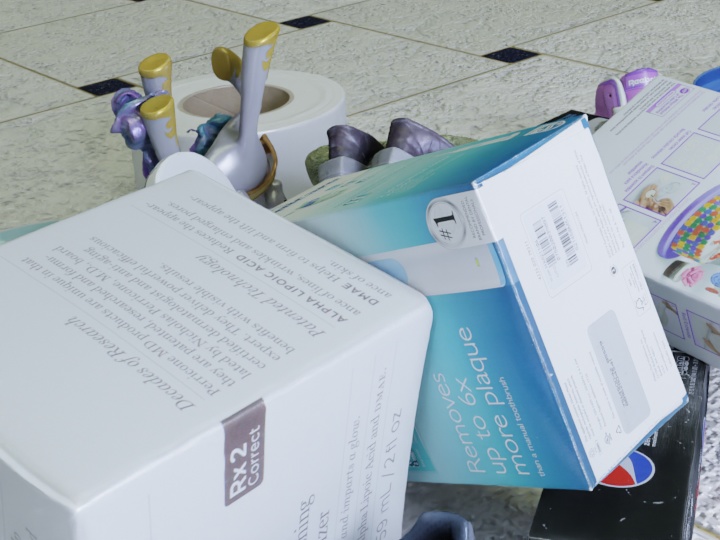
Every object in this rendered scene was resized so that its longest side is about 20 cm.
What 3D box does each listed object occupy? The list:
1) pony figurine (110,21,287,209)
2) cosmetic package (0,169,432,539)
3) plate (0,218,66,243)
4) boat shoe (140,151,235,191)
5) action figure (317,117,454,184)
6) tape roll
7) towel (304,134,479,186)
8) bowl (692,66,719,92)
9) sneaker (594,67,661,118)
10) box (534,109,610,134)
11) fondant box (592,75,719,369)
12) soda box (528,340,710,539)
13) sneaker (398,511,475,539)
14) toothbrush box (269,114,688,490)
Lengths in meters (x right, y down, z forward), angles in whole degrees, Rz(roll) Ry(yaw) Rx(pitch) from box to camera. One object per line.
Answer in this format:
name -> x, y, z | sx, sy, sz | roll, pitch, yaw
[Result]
pony figurine -> -0.112, -0.054, 0.914 | 0.166, 0.201, 0.193 | 25, 52, 35
cosmetic package -> -0.097, 0.081, 0.577 | 0.165, 0.166, 0.200 | 28, 39, 32
plate -> -0.226, 0.030, 0.811 | 0.199, 0.026, 0.201 | -11, 32, 7
boat shoe -> -0.081, 0.031, 0.750 | 0.072, 0.201, 0.068 | -19, -15, -41
action figure -> 0.000, 0.000, 0.806 | 0.130, 0.069, 0.201 | -10, 55, 44
tape roll -> -0.111, -0.122, 1.160 | 0.201, 0.071, 0.203 | -3, 25, 1
towel -> 0.071, -0.071, 0.971 | 0.148, 0.037, 0.199 | -1, -5, 42
bowl -> 0.409, -0.152, 1.184 | 0.199, 0.040, 0.201 | -3, 25, 1
sneaker -> 0.222, -0.094, 0.999 | 0.072, 0.115, 0.201 | -6, 26, -9
box -> 0.203, -0.029, 0.860 | 0.060, 0.117, 0.199 | -26, 34, -36
fondant box -> 0.203, -0.025, 0.709 | 0.144, 0.058, 0.200 | -41, 41, -19
soda box -> 0.133, 0.105, 0.639 | 0.070, 0.064, 0.200 | 4, 25, 17
sneaker -> -0.023, 0.161, 0.521 | 0.199, 0.081, 0.074 | -24, 31, -37
toothbrush box -> 0.038, 0.022, 0.628 | 0.085, 0.147, 0.199 | -30, 14, -36
